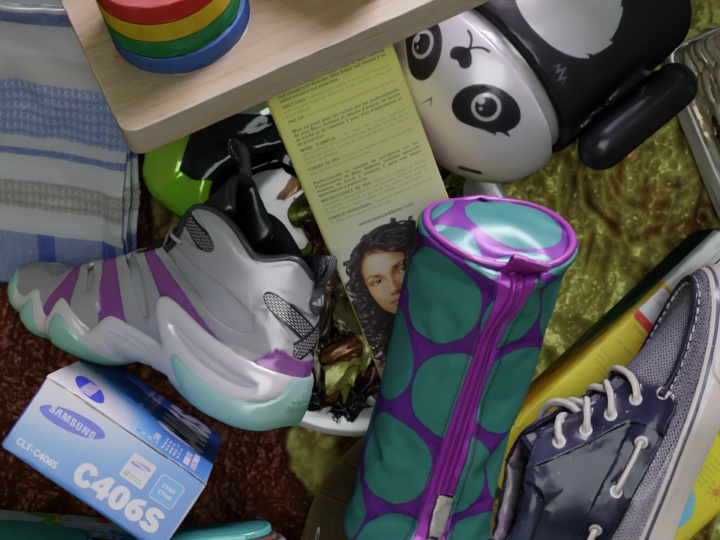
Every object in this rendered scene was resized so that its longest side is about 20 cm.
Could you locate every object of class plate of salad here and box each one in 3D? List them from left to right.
[{"bbox_3d":[0.000,0.000,0.900,0.199,0.048,0.201,0,92,-3],"label":"plate of salad"}]

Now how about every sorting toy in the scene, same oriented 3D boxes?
[{"bbox_3d":[-0.063,-0.186,0.756,0.199,0.070,0.199,-25,58,-7],"label":"sorting toy"}]

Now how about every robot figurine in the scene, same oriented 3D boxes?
[{"bbox_3d":[0.105,-0.140,0.854,0.200,0.150,0.125,-41,121,-11],"label":"robot figurine"}]

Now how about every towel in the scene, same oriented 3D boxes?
[{"bbox_3d":[-0.196,-0.072,0.850,0.146,0.024,0.201,6,126,-1],"label":"towel"}]

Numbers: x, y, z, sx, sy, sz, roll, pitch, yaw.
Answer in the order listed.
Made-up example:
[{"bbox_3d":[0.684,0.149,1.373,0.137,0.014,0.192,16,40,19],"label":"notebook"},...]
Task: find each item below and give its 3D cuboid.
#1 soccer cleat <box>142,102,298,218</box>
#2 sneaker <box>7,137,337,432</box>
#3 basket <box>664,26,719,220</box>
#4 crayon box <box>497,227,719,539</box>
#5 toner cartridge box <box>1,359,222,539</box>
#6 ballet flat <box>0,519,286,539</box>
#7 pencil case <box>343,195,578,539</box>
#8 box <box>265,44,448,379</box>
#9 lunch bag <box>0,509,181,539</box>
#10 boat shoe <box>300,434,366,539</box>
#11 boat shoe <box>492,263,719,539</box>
[{"bbox_3d":[-0.041,-0.105,0.880,0.081,0.068,0.200,43,90,15],"label":"soccer cleat"},{"bbox_3d":[-0.098,-0.009,0.833,0.199,0.078,0.140,20,98,23],"label":"sneaker"},{"bbox_3d":[0.297,-0.106,0.872,0.199,0.123,0.136,-22,91,-1],"label":"basket"},{"bbox_3d":[0.177,0.087,0.908,0.200,0.051,0.127,-42,92,-1],"label":"crayon box"},{"bbox_3d":[-0.127,0.092,0.821,0.095,0.200,0.043,34,89,-3],"label":"toner cartridge box"},{"bbox_3d":[-0.138,0.168,0.810,0.199,0.067,0.064,0,94,0],"label":"ballet flat"},{"bbox_3d":[0.051,0.061,0.794,0.085,0.092,0.201,7,115,-11],"label":"pencil case"},{"bbox_3d":[0.008,-0.041,0.814,0.075,0.050,0.200,-23,117,1],"label":"box"},{"bbox_3d":[-0.185,0.226,0.883,0.199,0.082,0.161,6,94,-1],"label":"lunch bag"},{"bbox_3d":[0.003,0.171,0.902,0.073,0.063,0.201,28,85,24],"label":"boat shoe"},{"bbox_3d":[0.141,0.083,0.843,0.092,0.075,0.201,17,91,-10],"label":"boat shoe"}]
